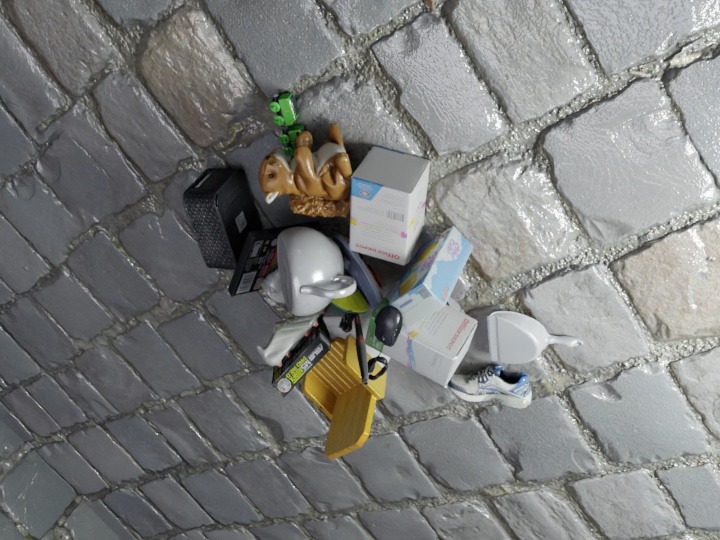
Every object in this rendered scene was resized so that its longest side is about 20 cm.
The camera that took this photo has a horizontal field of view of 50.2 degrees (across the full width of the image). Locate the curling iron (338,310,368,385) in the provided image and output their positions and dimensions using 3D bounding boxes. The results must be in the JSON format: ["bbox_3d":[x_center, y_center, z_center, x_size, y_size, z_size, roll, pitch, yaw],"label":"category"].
[{"bbox_3d":[-0.006,0.159,1.586,0.049,0.202,0.025,-40,129,18],"label":"curling iron"}]

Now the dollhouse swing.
[{"bbox_3d":[-0.061,0.297,1.772,0.182,0.177,0.199,44,137,-11],"label":"dollhouse swing"}]

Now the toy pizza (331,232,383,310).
[{"bbox_3d":[0.000,0.000,1.684,0.202,0.031,0.201,55,168,17],"label":"toy pizza"}]

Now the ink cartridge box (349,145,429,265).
[{"bbox_3d":[0.056,-0.120,1.553,0.125,0.126,0.204,17,133,15],"label":"ink cartridge box"}]

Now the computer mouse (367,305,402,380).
[{"bbox_3d":[0.040,0.153,1.553,0.058,0.034,0.204,26,128,15],"label":"computer mouse"}]

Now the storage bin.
[{"bbox_3d":[-0.306,-0.116,1.741,0.091,0.136,0.204,3,127,25],"label":"storage bin"}]

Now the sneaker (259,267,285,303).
[{"bbox_3d":[-0.151,0.048,1.801,0.071,0.080,0.200,49,-173,33],"label":"sneaker"}]

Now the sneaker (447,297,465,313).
[{"bbox_3d":[0.153,0.097,1.715,0.200,0.075,0.114,48,133,-7],"label":"sneaker"}]

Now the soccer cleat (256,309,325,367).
[{"bbox_3d":[-0.156,0.132,1.777,0.077,0.201,0.069,42,172,-3],"label":"soccer cleat"}]

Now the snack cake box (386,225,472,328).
[{"bbox_3d":[0.143,0.011,1.559,0.067,0.201,0.114,44,133,-11],"label":"snack cake box"}]

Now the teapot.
[{"bbox_3d":[-0.093,-0.003,1.633,0.142,0.205,0.198,-8,159,-14],"label":"teapot"}]

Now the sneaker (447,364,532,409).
[{"bbox_3d":[0.298,0.252,1.771,0.194,0.077,0.087,5,119,15],"label":"sneaker"}]

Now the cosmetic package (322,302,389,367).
[{"bbox_3d":[-0.003,0.157,1.822,0.083,0.108,0.204,-2,124,29],"label":"cosmetic package"}]

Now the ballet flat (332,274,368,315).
[{"bbox_3d":[-0.057,0.035,1.750,0.198,0.066,0.069,28,123,42],"label":"ballet flat"}]

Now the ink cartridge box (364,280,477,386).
[{"bbox_3d":[0.127,0.129,1.603,0.196,0.145,0.089,24,128,16],"label":"ink cartridge box"}]

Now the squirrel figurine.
[{"bbox_3d":[-0.107,-0.174,1.549,0.182,0.144,0.203,-15,135,-2],"label":"squirrel figurine"}]

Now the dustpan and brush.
[{"bbox_3d":[0.377,0.150,1.658,0.195,0.057,0.142,12,132,28],"label":"dustpan and brush"}]

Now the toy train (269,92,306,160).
[{"bbox_3d":[-0.136,-0.272,1.596,0.055,0.042,0.204,-5,124,17],"label":"toy train"}]

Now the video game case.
[{"bbox_3d":[-0.196,-0.027,1.741,0.026,0.177,0.202,57,140,27],"label":"video game case"}]

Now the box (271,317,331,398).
[{"bbox_3d":[-0.141,0.198,1.826,0.044,0.200,0.160,42,95,-11],"label":"box"}]
